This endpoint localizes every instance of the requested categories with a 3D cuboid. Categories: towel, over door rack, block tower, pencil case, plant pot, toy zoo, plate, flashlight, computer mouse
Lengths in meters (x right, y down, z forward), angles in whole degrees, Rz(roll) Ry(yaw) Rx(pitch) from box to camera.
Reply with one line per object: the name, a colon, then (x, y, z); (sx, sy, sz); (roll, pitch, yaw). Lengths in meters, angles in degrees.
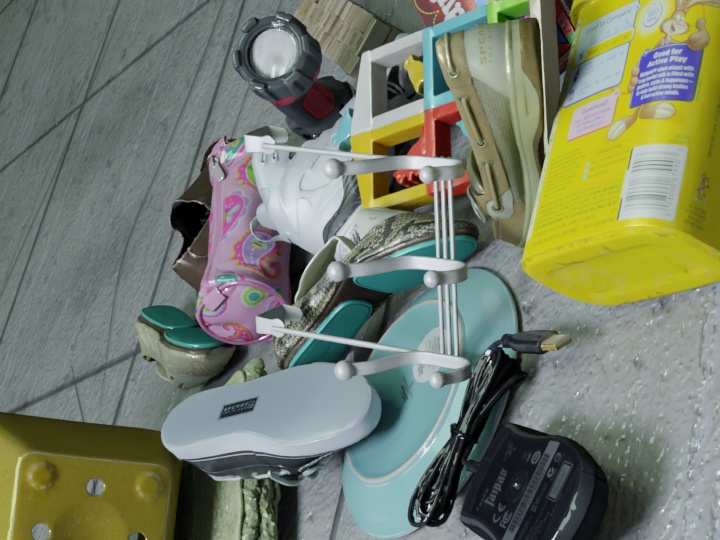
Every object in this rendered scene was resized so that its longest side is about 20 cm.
towel: (-0.112, 0.180, 1.289); (0.148, 0.036, 0.200); (-49, 34, 39)
over door rack: (-0.014, -0.009, 1.089); (0.200, 0.067, 0.148); (14, 112, 46)
block tower: (-0.005, -0.208, 1.459); (0.058, 0.054, 0.200); (-60, 26, 10)
pencil case: (-0.100, -0.030, 1.440); (0.087, 0.087, 0.200); (-44, 32, 36)
plant pot: (-0.232, 0.206, 1.266); (0.200, 0.194, 0.196); (162, 115, -66)
toy zoo: (0.058, -0.116, 1.190); (0.200, 0.020, 0.131); (-17, 67, 40)
plate: (0.037, 0.086, 1.130); (0.200, 0.026, 0.200); (-46, 30, 36)
flashlight: (-0.043, -0.154, 1.349); (0.200, 0.068, 0.068); (26, -100, -72)
computer mouse: (0.107, 0.104, 0.962); (0.141, 0.046, 0.200); (-64, 20, -11)

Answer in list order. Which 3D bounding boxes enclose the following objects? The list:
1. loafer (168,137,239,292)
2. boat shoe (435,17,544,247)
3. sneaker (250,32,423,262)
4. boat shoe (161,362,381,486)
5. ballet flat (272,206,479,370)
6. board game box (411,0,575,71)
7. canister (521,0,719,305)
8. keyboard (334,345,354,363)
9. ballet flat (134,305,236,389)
loafer: (-0.141, -0.061, 1.562); (0.073, 0.071, 0.200); (-46, 30, 34)
boat shoe: (0.084, -0.083, 1.039); (0.201, 0.063, 0.073); (79, -170, -60)
sneaker: (-0.017, -0.101, 1.300); (0.115, 0.075, 0.200); (12, 78, 25)
boat shoe: (-0.055, 0.120, 1.175); (0.199, 0.068, 0.074); (-16, 41, 36)
ballet flat: (0.000, 0.000, 1.192); (0.200, 0.068, 0.075); (-41, 54, 32)
board game box: (0.088, -0.210, 1.217); (0.103, 0.019, 0.200); (-42, 56, 28)
canister: (0.173, -0.089, 0.963); (0.148, 0.086, 0.200); (-18, 52, 57)
keyboard: (-0.058, 0.127, 1.281); (0.200, 0.011, 0.056); (-47, 24, 39)
ballet flat: (-0.158, 0.077, 1.497); (0.200, 0.067, 0.062); (-155, 64, -69)
